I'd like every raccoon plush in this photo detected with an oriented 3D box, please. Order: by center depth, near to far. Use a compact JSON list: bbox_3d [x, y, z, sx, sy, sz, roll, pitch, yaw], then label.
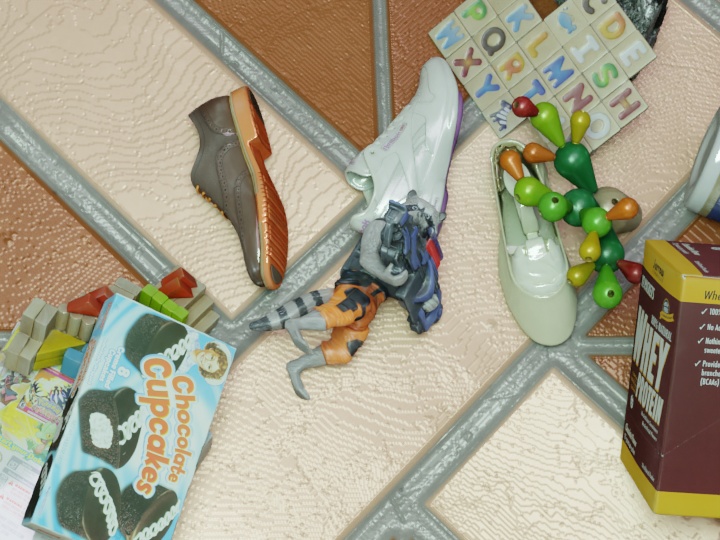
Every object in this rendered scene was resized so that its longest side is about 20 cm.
[{"bbox_3d":[0.209,-0.228,1.606,0.133,0.097,0.201,25,66,13],"label":"raccoon plush"}]

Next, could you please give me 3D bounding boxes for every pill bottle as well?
[{"bbox_3d":[0.413,-0.075,1.546,0.198,0.111,0.112,21,65,3],"label":"pill bottle"}]

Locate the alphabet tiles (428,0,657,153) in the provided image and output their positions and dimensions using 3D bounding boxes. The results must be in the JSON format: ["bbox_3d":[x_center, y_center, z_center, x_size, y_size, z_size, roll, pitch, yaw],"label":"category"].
[{"bbox_3d":[0.180,-0.203,1.584,0.167,0.008,0.201,-38,72,15],"label":"alphabet tiles"}]

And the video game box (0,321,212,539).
[{"bbox_3d":[-0.254,0.168,1.397,0.199,0.047,0.183,30,68,6],"label":"video game box"}]

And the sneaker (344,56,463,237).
[{"bbox_3d":[0.041,-0.116,1.540,0.098,0.075,0.202,12,65,-2],"label":"sneaker"}]

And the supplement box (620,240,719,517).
[{"bbox_3d":[0.337,0.092,1.395,0.195,0.133,0.203,4,103,-4],"label":"supplement box"}]

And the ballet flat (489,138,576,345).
[{"bbox_3d":[0.155,-0.032,1.522,0.069,0.070,0.202,-7,67,-10],"label":"ballet flat"}]

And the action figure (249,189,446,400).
[{"bbox_3d":[0.000,0.000,1.430,0.104,0.201,0.194,33,67,26],"label":"action figure"}]

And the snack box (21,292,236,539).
[{"bbox_3d":[-0.187,0.134,1.356,0.115,0.037,0.202,25,68,-20],"label":"snack box"}]

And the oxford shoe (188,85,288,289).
[{"bbox_3d":[-0.113,-0.068,1.516,0.072,0.071,0.202,-16,63,8],"label":"oxford shoe"}]

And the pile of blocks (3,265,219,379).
[{"bbox_3d":[-0.206,0.045,1.416,0.198,0.062,0.082,-18,57,-33],"label":"pile of blocks"}]

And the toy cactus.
[{"bbox_3d":[0.212,-0.064,1.497,0.102,0.164,0.201,-39,67,26],"label":"toy cactus"}]
